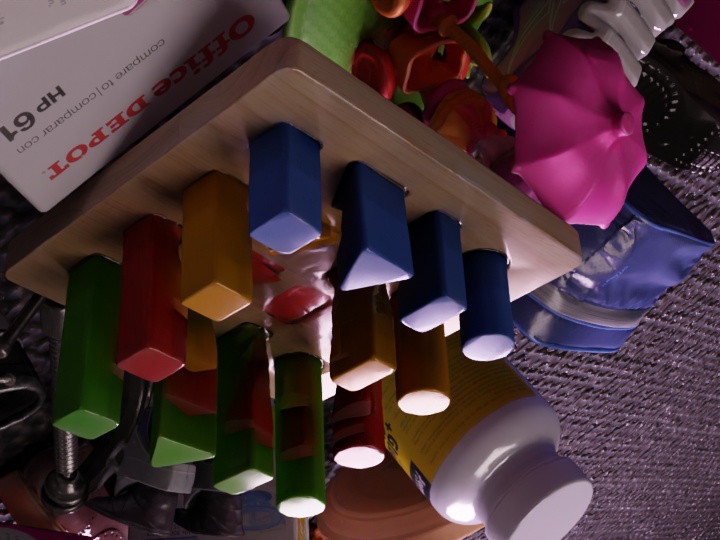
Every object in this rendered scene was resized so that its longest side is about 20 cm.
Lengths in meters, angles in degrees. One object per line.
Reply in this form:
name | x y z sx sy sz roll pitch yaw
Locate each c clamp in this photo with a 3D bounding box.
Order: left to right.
c clamp | -0.153 0.056 0.749 0.172 0.027 0.202 -63 164 -47

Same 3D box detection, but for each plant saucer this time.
plant saucer | 0.054 0.162 1.103 0.199 0.200 0.033 -30 106 -18

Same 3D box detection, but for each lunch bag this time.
lunch bag | 0.147 -0.021 0.965 0.133 0.136 0.199 -49 152 19

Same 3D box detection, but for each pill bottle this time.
pill bottle | 0.074 0.110 0.991 0.111 0.200 0.113 -27 144 -22

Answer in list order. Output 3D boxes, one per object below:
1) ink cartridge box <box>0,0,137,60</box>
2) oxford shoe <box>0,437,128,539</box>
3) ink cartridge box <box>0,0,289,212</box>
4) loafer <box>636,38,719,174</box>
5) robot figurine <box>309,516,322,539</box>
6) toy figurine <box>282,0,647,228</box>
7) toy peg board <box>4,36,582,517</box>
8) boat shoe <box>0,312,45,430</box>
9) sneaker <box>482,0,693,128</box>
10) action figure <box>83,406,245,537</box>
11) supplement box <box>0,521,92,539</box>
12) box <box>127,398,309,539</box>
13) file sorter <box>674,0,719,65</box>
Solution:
ink cartridge box | -0.106 -0.174 0.402 0.174 0.045 0.202 -22 111 -9
oxford shoe | -0.172 0.175 0.935 0.073 0.071 0.201 -39 151 -9
ink cartridge box | -0.128 -0.134 0.532 0.144 0.085 0.200 -38 153 -3
loafer | 0.197 -0.129 0.955 0.073 0.072 0.199 -32 143 31
robot figurine | -0.092 0.263 1.164 0.198 0.058 0.146 -17 145 -35
toy figurine | 0.065 -0.078 0.714 0.149 0.184 0.202 -18 139 -31
toy peg board | -0.029 0.025 0.623 0.198 0.099 0.199 -29 139 34
boat shoe | -0.260 0.087 0.705 0.198 0.068 0.074 -19 146 -33
sneaker | 0.138 -0.159 0.816 0.080 0.088 0.202 39 78 -44
action figure | -0.087 0.046 0.769 0.129 0.069 0.203 17 88 -52
supplement box | -0.253 0.207 0.787 0.198 0.102 0.103 20 127 -40
box | -0.089 0.188 0.885 0.111 0.202 0.102 -3 148 2
file sorter | 0.336 -0.167 0.921 0.125 0.200 0.140 -3 136 -52
